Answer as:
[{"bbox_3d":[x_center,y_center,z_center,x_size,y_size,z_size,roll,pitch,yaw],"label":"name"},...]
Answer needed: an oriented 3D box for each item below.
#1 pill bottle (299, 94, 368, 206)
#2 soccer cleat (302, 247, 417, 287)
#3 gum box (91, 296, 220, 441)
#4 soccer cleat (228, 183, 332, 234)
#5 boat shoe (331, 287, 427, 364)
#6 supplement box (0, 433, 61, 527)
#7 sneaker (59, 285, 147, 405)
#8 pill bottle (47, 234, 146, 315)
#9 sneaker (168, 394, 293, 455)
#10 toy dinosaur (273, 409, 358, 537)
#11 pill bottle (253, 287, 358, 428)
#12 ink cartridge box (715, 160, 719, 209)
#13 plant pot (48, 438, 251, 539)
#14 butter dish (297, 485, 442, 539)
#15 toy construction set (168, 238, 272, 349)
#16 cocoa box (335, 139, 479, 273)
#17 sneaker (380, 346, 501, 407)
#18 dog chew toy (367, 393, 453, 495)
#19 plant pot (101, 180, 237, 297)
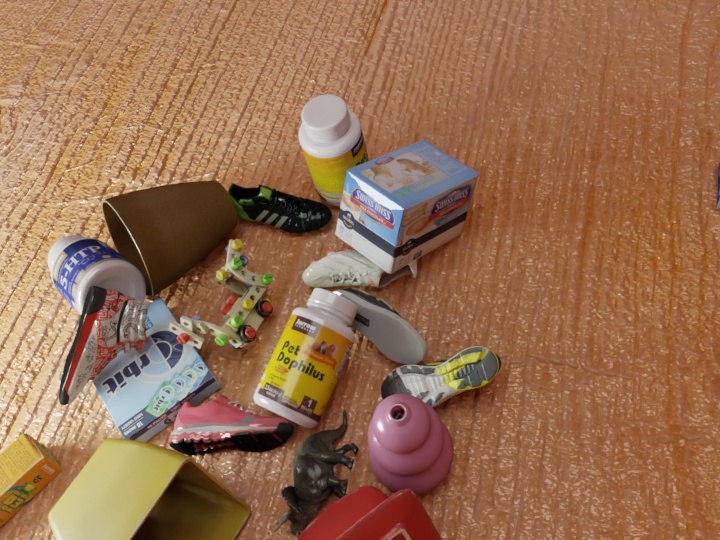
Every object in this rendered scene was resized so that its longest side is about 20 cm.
[{"bbox_3d":[-0.045,-0.212,1.352,0.108,0.200,0.110,-5,58,8],"label":"pill bottle"},{"bbox_3d":[0.000,0.000,1.302,0.199,0.069,0.078,-15,60,-2],"label":"soccer cleat"},{"bbox_3d":[-0.356,0.167,1.280,0.169,0.045,0.200,-36,58,-11],"label":"gum box"},{"bbox_3d":[-0.151,-0.116,1.393,0.199,0.081,0.068,9,60,16],"label":"soccer cleat"},{"bbox_3d":[0.036,0.080,1.237,0.199,0.071,0.063,32,32,29],"label":"boat shoe"},{"bbox_3d":[-0.573,0.354,1.193,0.069,0.067,0.200,35,71,27],"label":"supplement box"},{"bbox_3d":[-0.413,0.133,1.243,0.067,0.107,0.203,26,98,63],"label":"sneaker"},{"bbox_3d":[-0.471,0.010,1.340,0.120,0.120,0.200,-45,43,-17],"label":"pill bottle"},{"bbox_3d":[-0.202,0.232,1.192,0.199,0.074,0.087,-5,56,8],"label":"sneaker"},{"bbox_3d":[-0.061,0.289,1.127,0.101,0.077,0.201,8,63,8],"label":"toy dinosaur"},{"bbox_3d":[-0.078,0.133,1.185,0.109,0.109,0.201,19,77,22],"label":"pill bottle"},{"bbox_3d":[0.698,-0.137,1.260,0.199,0.044,0.094,8,59,16],"label":"ink cartridge box"},{"bbox_3d":[-0.312,0.353,1.078,0.176,0.200,0.201,18,63,34],"label":"plant pot"},{"bbox_3d":[-0.008,0.370,1.023,0.199,0.200,0.148,-36,35,-13],"label":"butter dish"},{"bbox_3d":[-0.221,0.056,1.275,0.131,0.092,0.200,43,60,-14],"label":"toy construction set"},{"bbox_3d":[0.078,-0.112,1.272,0.133,0.132,0.199,37,44,28],"label":"cocoa box"},{"bbox_3d":[0.128,0.172,1.170,0.199,0.084,0.075,-19,75,24],"label":"sneaker"},{"bbox_3d":[0.064,0.234,1.061,0.124,0.200,0.125,-5,58,8],"label":"dog chew toy"},{"bbox_3d":[-0.327,-0.078,1.365,0.199,0.187,0.186,-28,56,-25],"label":"plant pot"}]
